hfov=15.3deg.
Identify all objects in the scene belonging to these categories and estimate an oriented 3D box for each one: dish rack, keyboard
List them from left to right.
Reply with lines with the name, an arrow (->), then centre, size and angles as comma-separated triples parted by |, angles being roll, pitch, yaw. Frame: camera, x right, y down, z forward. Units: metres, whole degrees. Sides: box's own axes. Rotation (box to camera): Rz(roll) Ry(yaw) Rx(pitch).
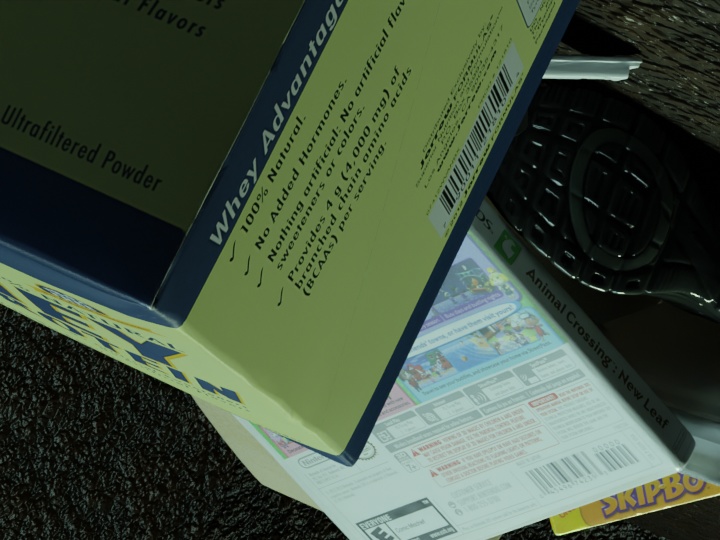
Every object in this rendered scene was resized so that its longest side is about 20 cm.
keyboard -> 0.004, -0.079, 1.010 | 0.200, 0.011, 0.056 | 1, -175, -13
dish rack -> 0.183, 0.042, 1.211 | 0.171, 0.044, 0.200 | -16, -160, -32

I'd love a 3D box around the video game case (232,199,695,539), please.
video game case -> 0.019, 0.044, 1.171 | 0.182, 0.022, 0.200 | 48, 138, -16

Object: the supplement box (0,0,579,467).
supplement box -> -0.036, -0.082, 0.641 | 0.134, 0.200, 0.200 | 24, 172, 16

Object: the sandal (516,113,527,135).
sandal -> 0.013, -0.050, 1.003 | 0.076, 0.043, 0.200 | 0, -177, -11

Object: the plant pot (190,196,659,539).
plant pot -> 0.000, 0.000, 1.325 | 0.177, 0.200, 0.200 | 43, 166, -32

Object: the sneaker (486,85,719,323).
sneaker -> 0.126, -0.017, 1.141 | 0.200, 0.076, 0.091 | 30, 178, -16

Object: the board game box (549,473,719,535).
board game box -> 0.188, 0.077, 1.269 | 0.200, 0.030, 0.096 | -13, -167, 12
